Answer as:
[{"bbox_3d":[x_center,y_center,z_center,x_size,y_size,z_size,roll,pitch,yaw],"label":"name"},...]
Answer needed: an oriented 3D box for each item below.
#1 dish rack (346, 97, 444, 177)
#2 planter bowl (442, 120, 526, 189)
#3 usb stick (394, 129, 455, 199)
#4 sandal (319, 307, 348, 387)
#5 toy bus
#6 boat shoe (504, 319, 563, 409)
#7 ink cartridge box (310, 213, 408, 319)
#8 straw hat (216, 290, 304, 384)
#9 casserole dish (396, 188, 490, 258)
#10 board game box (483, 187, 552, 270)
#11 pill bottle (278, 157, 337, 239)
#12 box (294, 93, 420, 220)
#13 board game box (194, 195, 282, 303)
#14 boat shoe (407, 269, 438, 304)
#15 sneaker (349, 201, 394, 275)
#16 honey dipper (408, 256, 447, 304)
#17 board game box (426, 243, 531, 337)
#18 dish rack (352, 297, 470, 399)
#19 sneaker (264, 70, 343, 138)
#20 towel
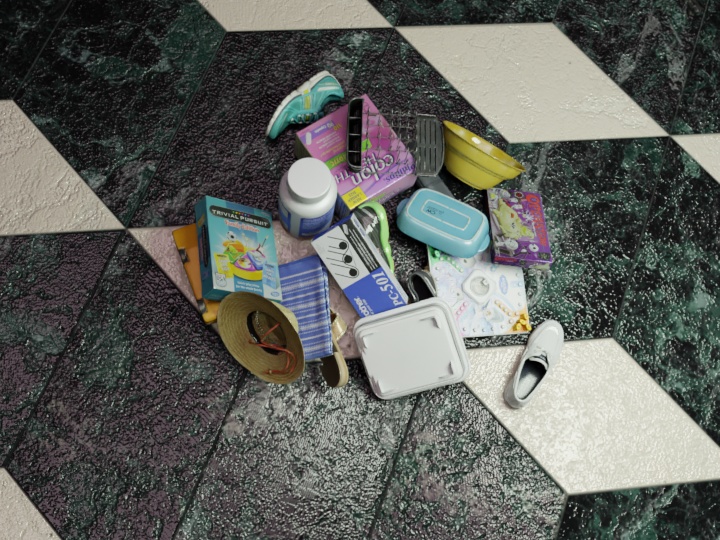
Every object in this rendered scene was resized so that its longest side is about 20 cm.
[{"bbox_3d":[0.070,-0.258,1.660,0.200,0.055,0.154,3,73,-6],"label":"dish rack"},{"bbox_3d":[0.235,-0.224,1.731,0.200,0.200,0.084,33,108,4],"label":"planter bowl"},{"bbox_3d":[0.127,-0.211,1.762,0.055,0.033,0.200,-28,77,-25],"label":"usb stick"},{"bbox_3d":[-0.053,0.128,1.627,0.070,0.078,0.212,3,58,-41],"label":"sandal"},{"bbox_3d":[-0.304,0.007,1.622,0.065,0.078,0.200,-20,76,-13],"label":"toy bus"},{"bbox_3d":[0.352,0.182,1.647,0.074,0.065,0.200,27,72,3],"label":"boat shoe"},{"bbox_3d":[0.000,0.000,1.603,0.094,0.044,0.200,-31,102,15],"label":"ink cartridge box"},{"bbox_3d":[-0.165,0.108,1.565,0.201,0.201,0.085,40,42,7],"label":"straw hat"},{"bbox_3d":[0.167,-0.101,1.672,0.200,0.039,0.121,25,56,13],"label":"casserole dish"},{"bbox_3d":[0.319,-0.088,1.708,0.120,0.032,0.200,9,48,-9],"label":"board game box"},{"bbox_3d":[-0.103,-0.142,1.627,0.112,0.200,0.112,2,73,-6],"label":"pill bottle"},{"bbox_3d":[-0.010,-0.227,1.720,0.176,0.097,0.200,-32,79,-15],"label":"box"},{"bbox_3d":[-0.234,-0.034,1.603,0.151,0.047,0.200,12,56,-38],"label":"board game box"},{"bbox_3d":[0.130,0.095,1.611,0.073,0.063,0.200,-17,78,17],"label":"boat shoe"},{"bbox_3d":[0.018,-0.034,1.656,0.084,0.077,0.200,-10,95,-7],"label":"sneaker"},{"bbox_3d":[0.105,0.053,1.673,0.038,0.038,0.200,37,71,6],"label":"honey dipper"},{"bbox_3d":[0.241,0.031,1.680,0.200,0.026,0.200,-2,80,-15],"label":"board game box"},{"bbox_3d":[0.093,0.155,1.575,0.200,0.044,0.172,-17,99,15],"label":"dish rack"},{"bbox_3d":[-0.118,-0.341,1.758,0.200,0.078,0.080,-42,90,-16],"label":"sneaker"},{"bbox_3d":[-0.124,0.078,1.612,0.145,0.024,0.200,-14,71,25],"label":"towel"}]
